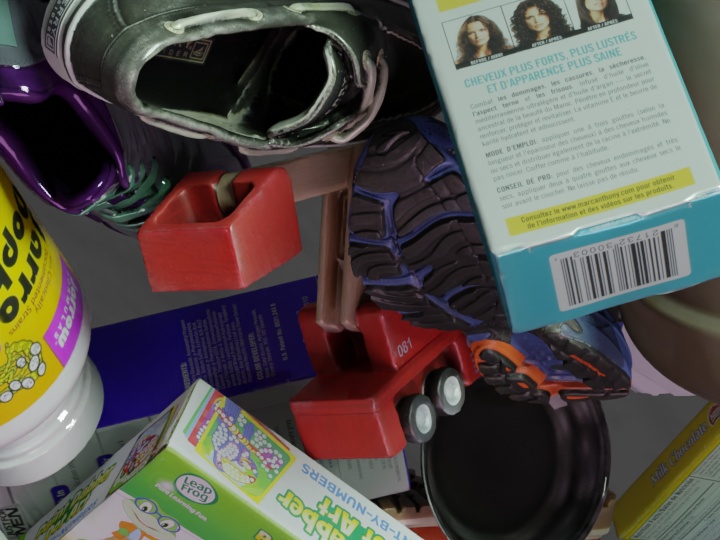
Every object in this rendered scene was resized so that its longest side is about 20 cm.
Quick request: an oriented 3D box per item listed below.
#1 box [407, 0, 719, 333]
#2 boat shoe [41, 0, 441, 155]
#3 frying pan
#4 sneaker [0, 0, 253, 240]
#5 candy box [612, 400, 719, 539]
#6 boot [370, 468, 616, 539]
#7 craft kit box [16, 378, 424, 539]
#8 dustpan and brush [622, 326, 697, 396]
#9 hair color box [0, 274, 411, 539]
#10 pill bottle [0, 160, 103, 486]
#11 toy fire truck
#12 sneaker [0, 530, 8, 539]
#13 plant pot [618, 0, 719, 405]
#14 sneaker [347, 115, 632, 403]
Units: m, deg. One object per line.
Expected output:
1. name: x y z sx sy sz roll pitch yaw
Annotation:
1. box: 0.065 -0.078 0.834 0.082 0.201 0.049 -15 142 1
2. boat shoe: -0.026 -0.072 0.884 0.199 0.064 0.071 -1 118 -43
3. frying pan: 0.100 0.110 1.144 0.190 0.115 0.031 36 158 -27
4. sneaker: -0.102 -0.038 0.921 0.074 0.088 0.200 -29 139 17
5. candy box: 0.225 0.081 1.216 0.102 0.027 0.200 12 134 -28
6. boot: 0.031 0.154 1.173 0.199 0.075 0.108 7 102 -23
7. craft kit box: -0.049 0.159 1.024 0.200 0.049 0.197 37 137 -14
8. dustpan and brush: 0.166 0.006 1.046 0.139 0.057 0.200 35 158 -33
9. hair color box: -0.083 0.073 1.082 0.199 0.065 0.110 -14 142 -3
10. pill bottle: -0.173 0.006 0.940 0.104 0.105 0.200 -19 142 6
11. toy fire truck: 0.000 0.000 0.970 0.049 0.200 0.142 -3 113 36
12. sneaker: -0.196 0.109 1.000 0.077 0.200 0.081 -53 150 5
13. plant pot: 0.179 -0.070 0.909 0.199 0.200 0.174 -17 126 4
14. sneaker: 0.052 -0.013 0.953 0.075 0.079 0.200 -9 151 23
